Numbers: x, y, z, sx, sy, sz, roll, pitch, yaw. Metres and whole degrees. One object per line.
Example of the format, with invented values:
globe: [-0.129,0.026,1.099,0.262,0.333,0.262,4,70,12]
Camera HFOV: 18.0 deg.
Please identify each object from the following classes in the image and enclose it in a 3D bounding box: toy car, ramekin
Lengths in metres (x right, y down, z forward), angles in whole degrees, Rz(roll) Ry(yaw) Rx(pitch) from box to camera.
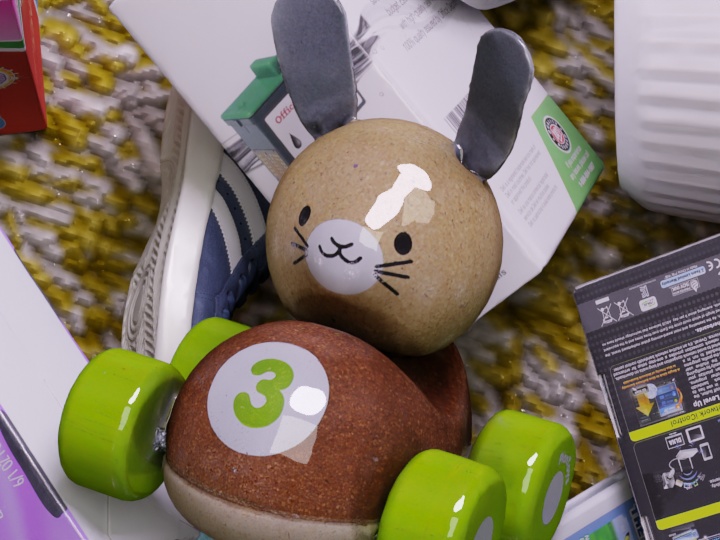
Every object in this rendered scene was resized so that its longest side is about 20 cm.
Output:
toy car: [0.000,0.000,0.857,0.163,0.158,0.201,16,103,21]
ramekin: [0.162,-0.113,1.004,0.093,0.202,0.204,0,76,9]

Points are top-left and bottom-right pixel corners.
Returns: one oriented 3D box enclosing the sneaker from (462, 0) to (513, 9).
sneaker: [0.049,-0.166,1.017,0.082,0.200,0.074,37,101,14]

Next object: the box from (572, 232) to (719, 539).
box: [0.197,0.051,0.885,0.199,0.044,0.161,-22,80,28]

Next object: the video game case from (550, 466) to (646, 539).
video game case: [0.110,0.193,0.934,0.182,0.022,0.201,-24,99,-39]

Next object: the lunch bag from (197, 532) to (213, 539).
lunch bag: [-0.042,0.213,0.926,0.200,0.122,0.170,-47,117,-5]

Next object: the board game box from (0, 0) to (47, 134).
board game box: [-0.170,-0.161,0.994,0.040,0.200,0.154,-5,77,-4]

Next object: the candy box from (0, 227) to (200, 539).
candy box: [-0.191,0.100,0.942,0.200,0.071,0.168,-41,79,28]

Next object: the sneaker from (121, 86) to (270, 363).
sneaker: [-0.050,-0.015,1.011,0.084,0.075,0.201,19,59,-16]

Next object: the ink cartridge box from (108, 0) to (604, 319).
ink cartridge box: [0.003,-0.078,0.981,0.084,0.146,0.200,-38,94,24]
